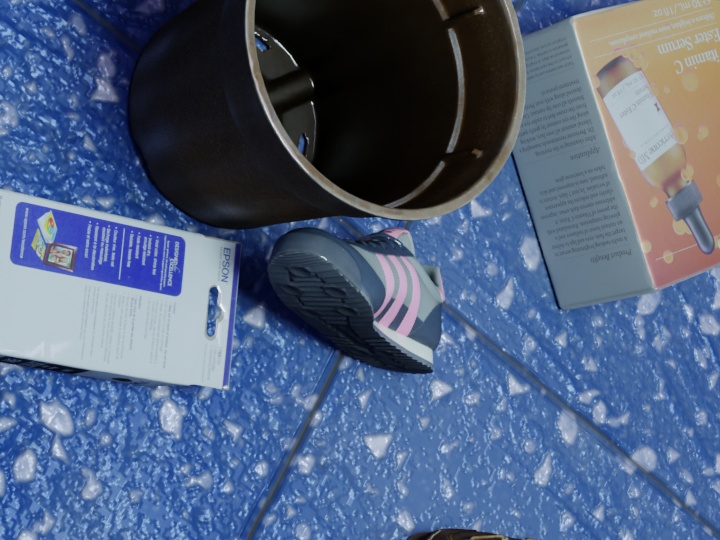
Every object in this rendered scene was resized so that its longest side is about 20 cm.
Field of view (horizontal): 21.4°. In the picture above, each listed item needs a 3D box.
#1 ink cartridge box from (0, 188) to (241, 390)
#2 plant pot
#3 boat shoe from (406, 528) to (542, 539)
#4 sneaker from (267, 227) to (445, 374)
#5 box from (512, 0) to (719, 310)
[{"bbox_3d":[-0.170,0.014,1.170,0.199,0.039,0.100,13,75,-31],"label":"ink cartridge box"},{"bbox_3d":[-0.034,-0.114,1.188,0.199,0.198,0.202,6,79,-33],"label":"plant pot"},{"bbox_3d":[0.121,0.222,1.316,0.199,0.070,0.071,15,73,-33],"label":"boat shoe"},{"bbox_3d":[0.000,0.000,1.236,0.200,0.070,0.083,47,53,-60],"label":"sneaker"},{"bbox_3d":[0.203,-0.092,1.403,0.152,0.106,0.202,-20,93,-35],"label":"box"}]
